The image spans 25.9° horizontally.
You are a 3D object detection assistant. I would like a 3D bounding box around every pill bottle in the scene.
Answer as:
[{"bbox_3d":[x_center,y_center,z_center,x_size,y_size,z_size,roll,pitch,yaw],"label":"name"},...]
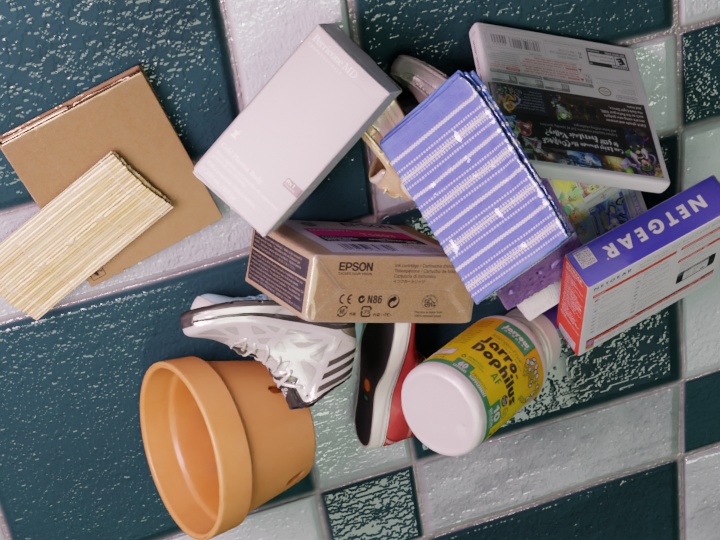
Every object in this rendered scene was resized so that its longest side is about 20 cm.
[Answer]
[{"bbox_3d":[0.145,0.120,1.800,0.200,0.112,0.114,-32,138,-45],"label":"pill bottle"}]

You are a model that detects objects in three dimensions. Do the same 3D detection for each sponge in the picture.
[{"bbox_3d":[0.168,-0.044,1.691,0.111,0.030,0.200,-31,138,5],"label":"sponge"}]

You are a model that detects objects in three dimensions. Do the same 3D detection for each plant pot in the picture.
[{"bbox_3d":[-0.142,0.185,1.749,0.139,0.200,0.201,-13,127,-31],"label":"plant pot"}]

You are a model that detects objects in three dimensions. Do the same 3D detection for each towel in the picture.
[{"bbox_3d":[0.111,-0.084,1.574,0.145,0.201,0.024,-37,171,38],"label":"towel"}]

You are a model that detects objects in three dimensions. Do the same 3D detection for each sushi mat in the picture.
[{"bbox_3d":[-0.298,-0.034,1.622,0.200,0.012,0.096,-38,127,10],"label":"sushi mat"}]

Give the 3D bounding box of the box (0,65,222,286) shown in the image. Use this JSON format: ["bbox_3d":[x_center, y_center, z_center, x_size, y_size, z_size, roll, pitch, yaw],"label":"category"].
[{"bbox_3d":[-0.254,-0.094,1.619,0.163,0.021,0.201,-27,126,-1],"label":"box"}]

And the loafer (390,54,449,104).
[{"bbox_3d":[0.104,-0.149,1.659,0.200,0.070,0.070,40,90,-13],"label":"loafer"}]

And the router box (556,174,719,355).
[{"bbox_3d":[0.323,-0.003,1.785,0.199,0.049,0.180,-28,154,-11],"label":"router box"}]

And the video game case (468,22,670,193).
[{"bbox_3d":[0.218,-0.171,1.647,0.198,0.183,0.023,6,146,-23],"label":"video game case"}]

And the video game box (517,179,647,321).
[{"bbox_3d":[0.227,-0.069,1.778,0.181,0.047,0.201,-29,122,-3],"label":"video game box"}]

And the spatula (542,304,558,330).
[{"bbox_3d":[0.206,0.001,1.844,0.056,0.021,0.201,-31,123,-7],"label":"spatula"}]

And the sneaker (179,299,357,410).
[{"bbox_3d":[-0.094,0.091,1.669,0.199,0.076,0.116,1,85,-21],"label":"sneaker"}]

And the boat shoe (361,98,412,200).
[{"bbox_3d":[0.038,-0.117,1.683,0.069,0.074,0.201,-29,117,5],"label":"boat shoe"}]

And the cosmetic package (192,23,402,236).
[{"bbox_3d":[-0.062,-0.144,1.594,0.107,0.090,0.200,41,106,2],"label":"cosmetic package"}]

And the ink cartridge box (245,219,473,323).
[{"bbox_3d":[0.000,0.000,1.666,0.198,0.165,0.076,1,105,-28],"label":"ink cartridge box"}]

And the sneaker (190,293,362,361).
[{"bbox_3d":[-0.090,0.042,1.750,0.199,0.074,0.083,16,86,-22],"label":"sneaker"}]

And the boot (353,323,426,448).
[{"bbox_3d":[0.074,0.113,1.849,0.143,0.072,0.201,-7,124,-24],"label":"boot"}]
